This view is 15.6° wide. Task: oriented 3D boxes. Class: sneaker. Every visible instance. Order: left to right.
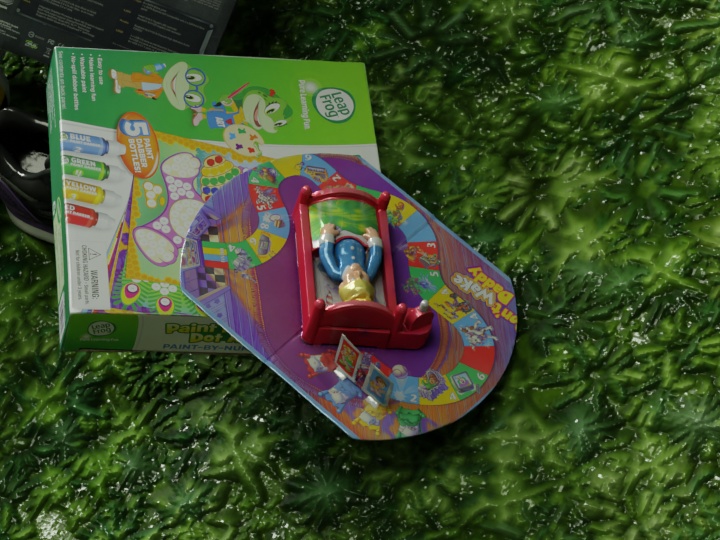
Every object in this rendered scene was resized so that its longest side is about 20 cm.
[{"bbox_3d":[-0.155,-0.044,1.607,0.199,0.088,0.076,17,65,29],"label":"sneaker"}]

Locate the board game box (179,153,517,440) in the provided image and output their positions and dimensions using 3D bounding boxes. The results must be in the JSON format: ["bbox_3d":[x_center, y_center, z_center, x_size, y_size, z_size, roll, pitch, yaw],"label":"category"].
[{"bbox_3d":[0.000,0.000,1.493,0.200,0.039,0.158,40,54,14],"label":"board game box"}]

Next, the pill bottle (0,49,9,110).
[{"bbox_3d":[-0.288,-0.086,1.670,0.112,0.113,0.201,2,59,21],"label":"pill bottle"}]

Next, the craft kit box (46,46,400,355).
[{"bbox_3d":[-0.083,-0.040,1.553,0.196,0.049,0.201,3,53,-16],"label":"craft kit box"}]

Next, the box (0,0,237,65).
[{"bbox_3d":[-0.169,-0.204,1.629,0.199,0.159,0.051,20,21,-11],"label":"box"}]
